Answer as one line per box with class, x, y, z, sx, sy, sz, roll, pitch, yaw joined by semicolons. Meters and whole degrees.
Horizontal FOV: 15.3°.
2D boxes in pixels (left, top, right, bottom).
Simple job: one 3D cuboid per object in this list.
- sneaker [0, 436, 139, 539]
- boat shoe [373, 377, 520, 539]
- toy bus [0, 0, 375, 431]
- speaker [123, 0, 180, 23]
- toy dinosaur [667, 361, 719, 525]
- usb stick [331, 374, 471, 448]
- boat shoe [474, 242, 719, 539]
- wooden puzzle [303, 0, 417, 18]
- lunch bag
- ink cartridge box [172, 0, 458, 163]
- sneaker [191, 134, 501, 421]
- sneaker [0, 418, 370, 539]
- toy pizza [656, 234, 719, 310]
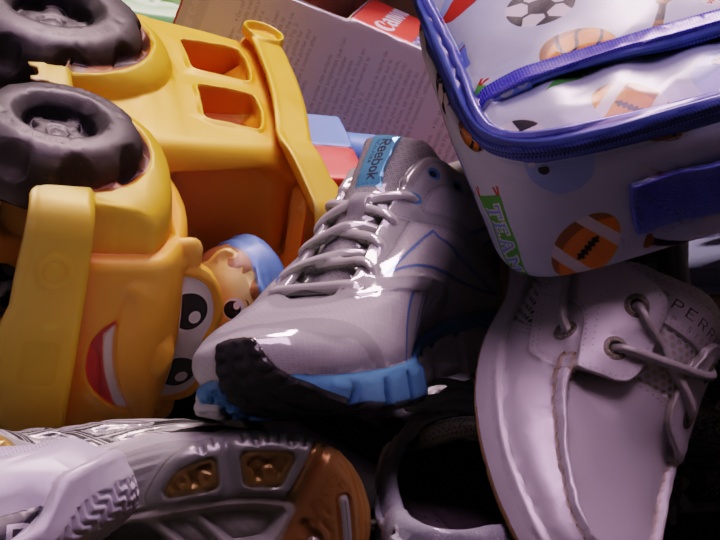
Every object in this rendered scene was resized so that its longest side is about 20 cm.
sneaker;-0.168;0.048;0.763;0.199;0.116;0.075;-12;-8;-9
boat shoe;0.038;0.077;0.900;0.074;0.065;0.202;12;21;9
toy bus;-0.062;-0.012;0.988;0.191;0.136;0.200;7;29;-15
speaker;-0.067;-0.107;1.322;0.198;0.089;0.089;6;20;-8
toy dinosaur;0.124;0.055;1.015;0.199;0.078;0.102;10;-1;39
usb stick;-0.036;0.021;1.068;0.055;0.033;0.199;-14;30;-42
boat shoe;0.084;0.025;0.880;0.071;0.069;0.201;42;33;-31
wooden puzzle;0.039;-0.090;1.176;0.199;0.186;0.037;-3;40;-31
lunch bag;0.124;-0.074;0.893;0.199;0.076;0.161;-16;32;-1
ink cartridge box;0.012;-0.046;1.095;0.199;0.110;0.050;24;19;5
sneaker;0.000;0.000;0.899;0.074;0.087;0.200;-1;8;24
sneaker;-0.100;0.083;0.850;0.198;0.076;0.088;4;0;-10
toy pizza;0.181;-0.006;1.002;0.199;0.032;0.200;-10;8;1
